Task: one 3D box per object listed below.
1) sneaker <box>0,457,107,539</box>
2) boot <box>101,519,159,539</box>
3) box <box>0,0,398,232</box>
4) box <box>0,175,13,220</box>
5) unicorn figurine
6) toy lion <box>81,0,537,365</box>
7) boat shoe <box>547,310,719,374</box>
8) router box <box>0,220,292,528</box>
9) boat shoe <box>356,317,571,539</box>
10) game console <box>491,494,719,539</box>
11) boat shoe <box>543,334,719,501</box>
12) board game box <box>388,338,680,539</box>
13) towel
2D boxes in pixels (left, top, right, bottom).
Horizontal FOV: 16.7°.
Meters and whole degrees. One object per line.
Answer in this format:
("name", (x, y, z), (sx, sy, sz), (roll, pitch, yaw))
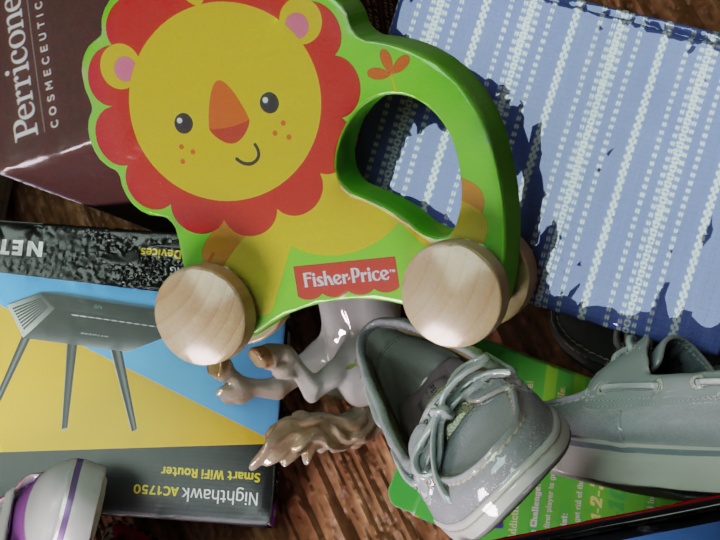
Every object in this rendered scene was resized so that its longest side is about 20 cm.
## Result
("sneaker", (-0.206, 0.146, 1.227), (0.201, 0.114, 0.073), (-49, 23, 42))
("boot", (-0.110, 0.239, 1.260), (0.200, 0.073, 0.151), (40, 102, 36))
("box", (-0.069, -0.134, 1.265), (0.199, 0.164, 0.167), (-17, 72, 25))
("box", (-0.257, -0.004, 1.357), (0.077, 0.095, 0.201), (1, 67, 19))
("unicorn figurine", (0.000, 0.000, 1.235), (0.074, 0.137, 0.201), (44, 123, 49))
("toy lion", (-0.029, -0.059, 1.125), (0.199, 0.069, 0.193), (-4, 99, 22))
("boat shoe", (0.170, 0.034, 1.156), (0.199, 0.057, 0.067), (17, 88, 31))
("router box", (-0.137, 0.053, 1.280), (0.199, 0.051, 0.150), (3, 82, 3))
("boat shoe", (0.040, 0.066, 1.118), (0.065, 0.202, 0.074), (42, 93, -14))
("game console", (0.160, 0.176, 1.071), (0.199, 0.119, 0.173), (-14, 91, 26))
("boat shoe", (0.142, 0.066, 1.109), (0.200, 0.070, 0.072), (0, 77, 51))
("board game box", (0.112, 0.103, 1.192), (0.199, 0.030, 0.096), (20, 89, 28))
("towel", (0.098, -0.054, 1.147), (0.199, 0.024, 0.146), (17, 91, 13))
